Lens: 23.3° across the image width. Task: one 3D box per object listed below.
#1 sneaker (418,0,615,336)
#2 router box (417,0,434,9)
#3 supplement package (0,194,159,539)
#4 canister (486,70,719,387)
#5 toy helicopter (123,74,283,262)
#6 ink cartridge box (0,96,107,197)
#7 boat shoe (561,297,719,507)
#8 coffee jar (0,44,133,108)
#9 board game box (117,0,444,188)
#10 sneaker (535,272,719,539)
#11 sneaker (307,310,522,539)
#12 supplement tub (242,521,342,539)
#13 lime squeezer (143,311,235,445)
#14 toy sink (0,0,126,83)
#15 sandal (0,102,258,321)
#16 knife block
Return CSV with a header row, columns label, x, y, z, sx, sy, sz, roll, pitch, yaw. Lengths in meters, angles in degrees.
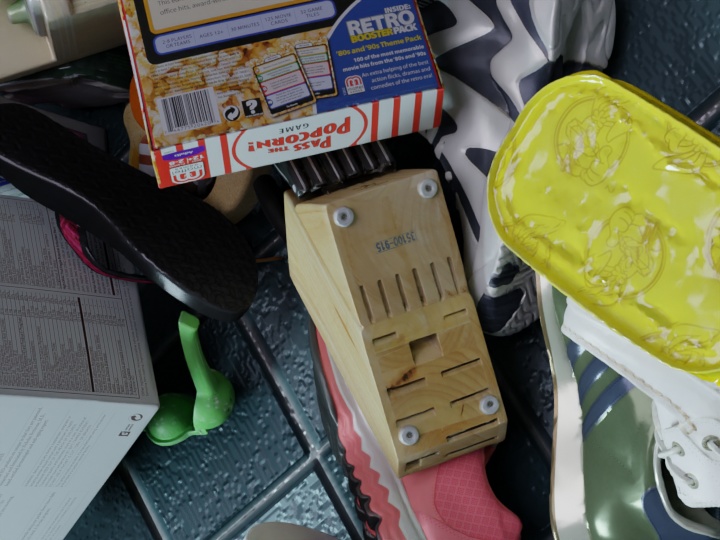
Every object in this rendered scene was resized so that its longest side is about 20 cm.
label,x,y,z,sx,sy,sz,roll,pitch,yaw
sneaker,0.058,-0.070,0.946,0.129,0.079,0.200,10,96,43
router box,0.009,-0.249,1.018,0.149,0.051,0.200,-34,65,28
supplement package,-0.253,0.064,1.019,0.191,0.200,0.147,-52,42,41
canister,0.167,-0.010,0.783,0.148,0.200,0.087,39,105,32
toy helicopter,-0.124,-0.040,1.082,0.200,0.079,0.132,-31,75,39
ink cartridge box,-0.259,-0.082,1.090,0.095,0.200,0.037,-15,76,31
boat shoe,0.167,0.080,0.801,0.200,0.071,0.069,34,104,-2
coffee jar,-0.183,-0.209,1.125,0.104,0.085,0.200,-1,83,38
board game box,-0.054,-0.155,0.916,0.151,0.046,0.200,-12,68,-6
sneaker,0.143,0.049,0.876,0.090,0.067,0.201,-4,87,33
sneaker,0.029,0.089,0.958,0.087,0.074,0.200,-16,55,-8
supplement tub,-0.052,0.251,0.932,0.145,0.145,0.200,36,104,33
lime squeezer,-0.120,0.081,1.053,0.200,0.071,0.038,-35,49,52
toy sink,-0.158,-0.205,1.018,0.200,0.112,0.131,-18,86,-8
sandal,-0.143,-0.029,1.010,0.200,0.075,0.045,33,124,14
knife block,0.000,0.000,0.956,0.176,0.064,0.200,-174,66,-75
